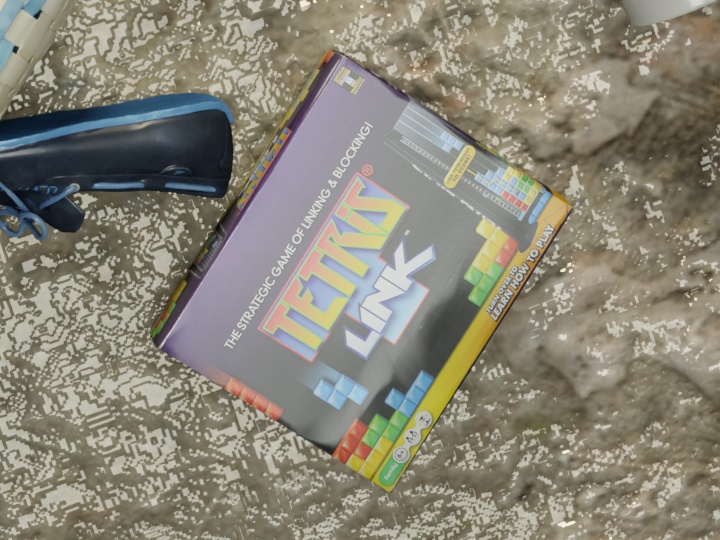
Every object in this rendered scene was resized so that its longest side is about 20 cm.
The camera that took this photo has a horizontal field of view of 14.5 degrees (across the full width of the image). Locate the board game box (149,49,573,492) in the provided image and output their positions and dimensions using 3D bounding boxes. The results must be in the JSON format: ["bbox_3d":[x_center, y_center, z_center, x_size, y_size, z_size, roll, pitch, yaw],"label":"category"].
[{"bbox_3d":[0.000,0.000,1.637,0.165,0.057,0.201,32,92,-14],"label":"board game box"}]

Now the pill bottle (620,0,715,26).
[{"bbox_3d":[0.150,-0.244,1.601,0.104,0.104,0.201,-24,102,-6],"label":"pill bottle"}]

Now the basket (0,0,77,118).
[{"bbox_3d":[-0.254,-0.171,1.524,0.200,0.139,0.177,34,88,-6],"label":"basket"}]

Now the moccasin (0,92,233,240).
[{"bbox_3d":[-0.166,-0.051,1.589,0.199,0.080,0.069,-9,104,-8],"label":"moccasin"}]
